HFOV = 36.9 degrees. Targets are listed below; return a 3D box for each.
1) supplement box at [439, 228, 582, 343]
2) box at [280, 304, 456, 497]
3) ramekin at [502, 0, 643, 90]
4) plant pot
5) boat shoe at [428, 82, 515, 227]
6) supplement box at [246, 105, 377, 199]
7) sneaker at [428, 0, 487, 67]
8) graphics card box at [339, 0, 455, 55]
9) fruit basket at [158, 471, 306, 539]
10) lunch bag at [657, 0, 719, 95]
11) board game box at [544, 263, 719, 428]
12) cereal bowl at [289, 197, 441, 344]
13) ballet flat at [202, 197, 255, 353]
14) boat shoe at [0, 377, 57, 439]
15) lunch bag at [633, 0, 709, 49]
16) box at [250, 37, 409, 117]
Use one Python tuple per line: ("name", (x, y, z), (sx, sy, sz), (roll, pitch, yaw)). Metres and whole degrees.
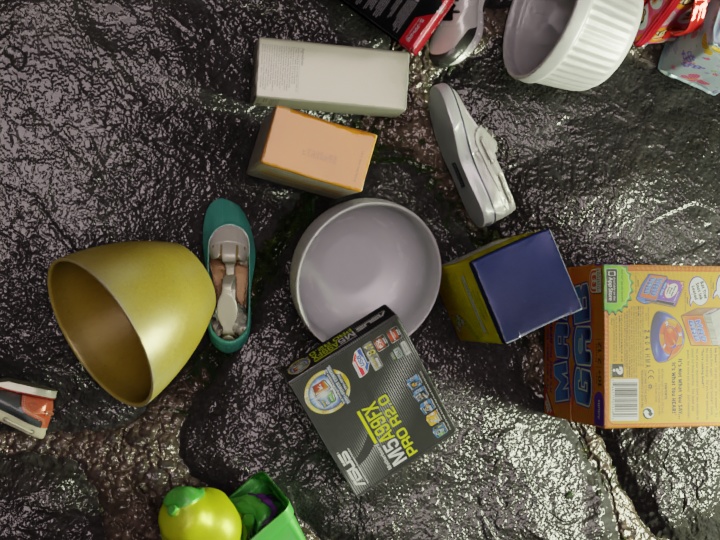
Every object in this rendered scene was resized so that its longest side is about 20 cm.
("supplement box", (0.180, 0.023, 1.371), (0.109, 0.200, 0.110), (-23, 92, -11))
("box", (0.013, 0.167, 1.373), (0.160, 0.044, 0.200), (-31, 115, -9))
("ramekin", (0.281, -0.332, 1.415), (0.105, 0.200, 0.201), (15, 85, -19))
("plant pot", (-0.260, 0.043, 1.305), (0.142, 0.200, 0.200), (-33, 94, -35))
("boat shoe", (0.153, -0.160, 1.442), (0.066, 0.072, 0.200), (-24, 93, -16))
("supplement box", (-0.064, -0.142, 1.330), (0.126, 0.200, 0.074), (15, 88, -11))
("sneaker", (0.130, -0.364, 1.433), (0.080, 0.074, 0.200), (35, 72, -47))
("graphics card box", (0.028, -0.386, 1.395), (0.200, 0.051, 0.126), (37, 99, 8))
("fruit basket", (-0.181, 0.324, 1.308), (0.215, 0.155, 0.216), (-4, 100, -20))
("lunch bag", (0.516, -0.360, 1.471), (0.127, 0.170, 0.200), (19, 83, -8))
("board game box", (0.368, 0.096, 1.406), (0.199, 0.200, 0.201), (1, 87, -11))
("cereal bowl", (0.000, 0.000, 1.383), (0.200, 0.083, 0.201), (-6, 109, -17))
("ballet flat", (-0.165, 0.005, 1.370), (0.067, 0.070, 0.201), (-1, 87, -11))
("boat shoe", (-0.472, 0.153, 1.306), (0.200, 0.071, 0.063), (15, 87, -14))
("lunch bag", (0.409, -0.391, 1.427), (0.082, 0.200, 0.177), (-8, 71, -12))
("box", (-0.041, -0.250, 1.407), (0.199, 0.068, 0.082), (5, 87, -11))
